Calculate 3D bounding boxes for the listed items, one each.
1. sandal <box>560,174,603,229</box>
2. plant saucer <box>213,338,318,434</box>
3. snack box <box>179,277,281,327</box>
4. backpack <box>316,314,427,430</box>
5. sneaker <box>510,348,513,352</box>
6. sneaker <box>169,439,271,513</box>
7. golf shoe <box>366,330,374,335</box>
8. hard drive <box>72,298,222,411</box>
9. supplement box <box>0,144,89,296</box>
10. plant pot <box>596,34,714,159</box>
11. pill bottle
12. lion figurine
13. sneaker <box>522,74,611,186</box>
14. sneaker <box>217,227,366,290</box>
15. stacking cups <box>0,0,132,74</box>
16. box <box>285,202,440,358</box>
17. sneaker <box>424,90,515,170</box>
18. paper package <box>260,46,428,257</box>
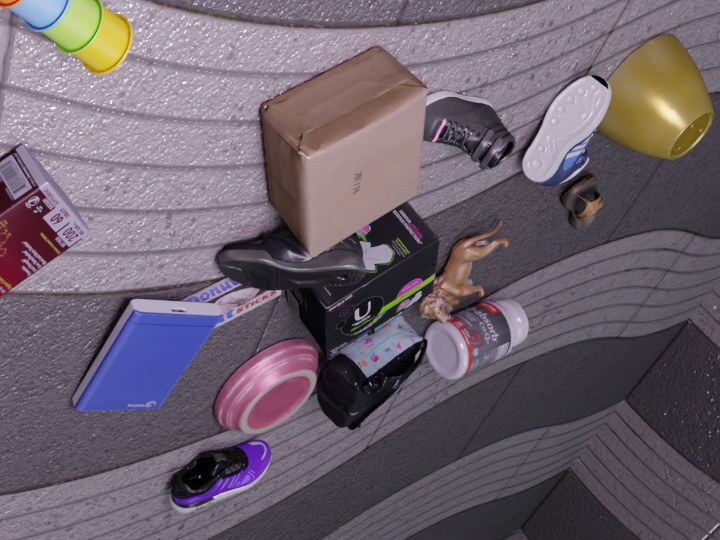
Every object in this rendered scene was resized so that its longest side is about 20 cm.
[{"bbox_3d":[0.431,-0.120,1.955,0.081,0.055,0.200,-39,154,-4],"label":"sandal"},{"bbox_3d":[-0.146,0.199,1.678,0.198,0.051,0.202,-31,152,-18],"label":"plant saucer"},{"bbox_3d":[-0.195,0.047,1.405,0.198,0.024,0.073,-28,151,-25],"label":"snack box"},{"bbox_3d":[0.021,0.155,1.728,0.199,0.127,0.168,-36,166,-34],"label":"backpack"},{"bbox_3d":[0.297,0.159,2.180,0.066,0.079,0.199,-46,155,9],"label":"sneaker"},{"bbox_3d":[-0.234,0.339,1.751,0.198,0.070,0.101,-26,148,-29],"label":"sneaker"},{"bbox_3d":[0.056,0.021,1.628,0.200,0.095,0.078,-44,153,2],"label":"golf shoe"},{"bbox_3d":[-0.282,0.115,1.349,0.130,0.026,0.201,5,135,-41],"label":"hard drive"},{"bbox_3d":[-0.381,-0.023,1.012,0.199,0.061,0.109,-36,154,-7],"label":"supplement box"},{"bbox_3d":[0.512,-0.273,1.731,0.198,0.142,0.202,-31,152,-19],"label":"plant pot"},{"bbox_3d":[0.229,0.127,1.995,0.198,0.116,0.117,-19,147,-37],"label":"pill bottle"},{"bbox_3d":[0.175,-0.002,1.794,0.120,0.073,0.203,-2,121,-34],"label":"lion figurine"},{"bbox_3d":[0.350,-0.226,1.673,0.202,0.080,0.146,-55,159,20],"label":"sneaker"},{"bbox_3d":[-0.095,-0.038,1.372,0.195,0.116,0.077,-3,150,-9],"label":"sneaker"},{"bbox_3d":[-0.276,-0.232,0.849,0.061,0.061,0.199,-45,149,10],"label":"stacking cups"},{"bbox_3d":[0.000,0.000,1.486,0.198,0.125,0.150,-30,153,-18],"label":"box"},{"bbox_3d":[0.144,-0.189,1.416,0.198,0.100,0.071,-8,142,-45],"label":"sneaker"},{"bbox_3d":[-0.019,-0.146,1.261,0.189,0.104,0.202,-30,151,-20],"label":"paper package"}]
